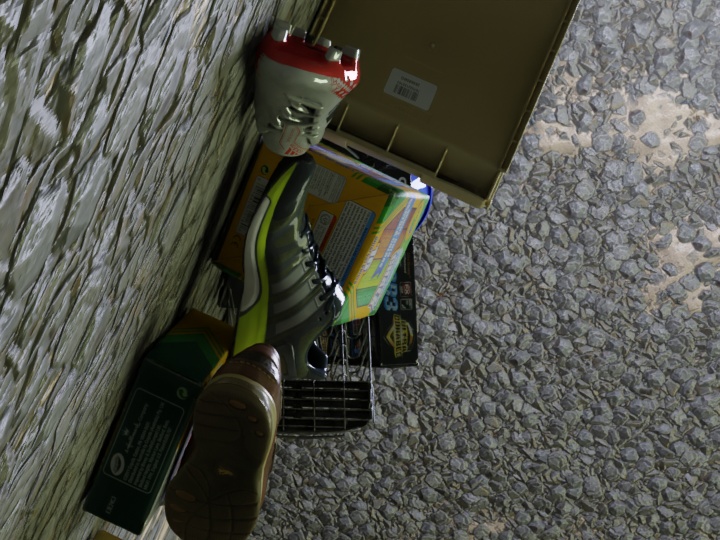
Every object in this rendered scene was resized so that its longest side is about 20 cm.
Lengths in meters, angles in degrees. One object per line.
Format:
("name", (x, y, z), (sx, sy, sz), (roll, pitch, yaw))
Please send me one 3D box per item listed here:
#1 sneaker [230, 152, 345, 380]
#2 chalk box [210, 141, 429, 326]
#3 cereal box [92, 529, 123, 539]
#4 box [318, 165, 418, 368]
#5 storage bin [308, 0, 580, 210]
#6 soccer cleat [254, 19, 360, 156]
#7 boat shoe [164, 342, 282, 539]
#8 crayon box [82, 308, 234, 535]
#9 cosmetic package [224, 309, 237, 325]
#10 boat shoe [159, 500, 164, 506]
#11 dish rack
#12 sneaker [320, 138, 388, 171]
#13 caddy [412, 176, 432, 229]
("sneaker", (-0.048, 0.000, 0.985), (0.074, 0.080, 0.202), (-74, 175, -57))
("chalk box", (-0.024, -0.037, 1.124), (0.126, 0.123, 0.200), (-66, 167, 9))
("cereal box", (-0.254, 0.335, 1.068), (0.144, 0.039, 0.201), (-66, 180, -58))
("box", (0.000, 0.000, 1.343), (0.198, 0.049, 0.203), (171, -83, -70))
("storage bin", (0.059, -0.178, 1.090), (0.094, 0.198, 0.200), (106, 9, -82))
("soccer cleat", (-0.041, -0.117, 0.863), (0.200, 0.068, 0.086), (-98, -152, -81))
("boat shoe", (-0.093, 0.134, 0.940), (0.068, 0.071, 0.201), (-63, 175, -48))
("crayon box", (-0.148, 0.109, 1.005), (0.200, 0.051, 0.127), (-63, 177, -79))
("cosmetic package", (-0.122, 0.073, 1.471), (0.104, 0.072, 0.202), (-65, 180, -72))
("boat shoe", (-0.170, 0.170, 1.201), (0.066, 0.071, 0.201), (-55, -179, 5))
("dish rack", (-0.058, 0.074, 1.170), (0.055, 0.151, 0.201), (97, -7, -49))
("sneaker", (-0.026, -0.115, 1.235), (0.200, 0.074, 0.080), (-40, -156, 22))
("caddy", (-0.004, -0.076, 1.533), (0.200, 0.141, 0.105), (-48, 173, 25))
